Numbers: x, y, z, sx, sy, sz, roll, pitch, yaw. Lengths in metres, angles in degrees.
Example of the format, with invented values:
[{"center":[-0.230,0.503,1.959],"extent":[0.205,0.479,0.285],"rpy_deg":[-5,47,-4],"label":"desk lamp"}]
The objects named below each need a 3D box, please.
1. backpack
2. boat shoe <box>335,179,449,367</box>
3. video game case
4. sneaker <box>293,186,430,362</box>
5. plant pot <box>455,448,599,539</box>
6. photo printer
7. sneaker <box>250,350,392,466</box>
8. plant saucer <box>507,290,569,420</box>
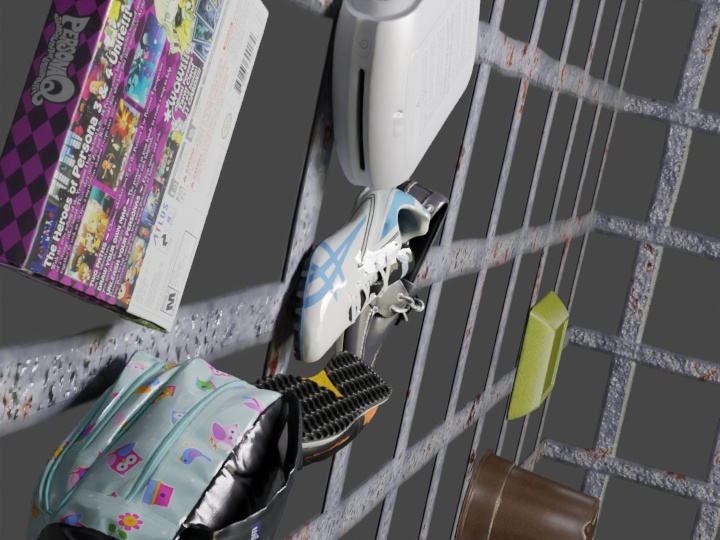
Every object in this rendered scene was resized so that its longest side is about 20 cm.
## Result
[{"center":[-0.109,0.137,0.742],"extent":[0.201,0.125,0.168],"rpy_deg":[-59,169,-46],"label":"backpack"},{"center":[0.029,0.015,1.211],"extent":[0.073,0.062,0.202],"rpy_deg":[42,63,-72],"label":"boat shoe"},{"center":[-0.115,-0.080,0.692],"extent":[0.181,0.035,0.202],"rpy_deg":[39,66,-73],"label":"video game case"},{"center":[0.000,0.000,1.089],"extent":[0.072,0.072,0.201],"rpy_deg":[91,22,-44],"label":"sneaker"},{"center":[0.271,0.409,2.130],"extent":[0.200,0.196,0.203],"rpy_deg":[14,90,-74],"label":"plant pot"},{"center":[0.035,-0.173,1.061],"extent":[0.201,0.069,0.168],"rpy_deg":[-58,157,-45],"label":"photo printer"},{"center":[-0.048,0.128,1.044],"extent":[0.090,0.070,0.200],"rpy_deg":[-57,162,23],"label":"sneaker"},{"center":[0.319,0.152,2.340],"extent":[0.200,0.047,0.202],"rpy_deg":[-27,129,-69],"label":"plant saucer"}]
